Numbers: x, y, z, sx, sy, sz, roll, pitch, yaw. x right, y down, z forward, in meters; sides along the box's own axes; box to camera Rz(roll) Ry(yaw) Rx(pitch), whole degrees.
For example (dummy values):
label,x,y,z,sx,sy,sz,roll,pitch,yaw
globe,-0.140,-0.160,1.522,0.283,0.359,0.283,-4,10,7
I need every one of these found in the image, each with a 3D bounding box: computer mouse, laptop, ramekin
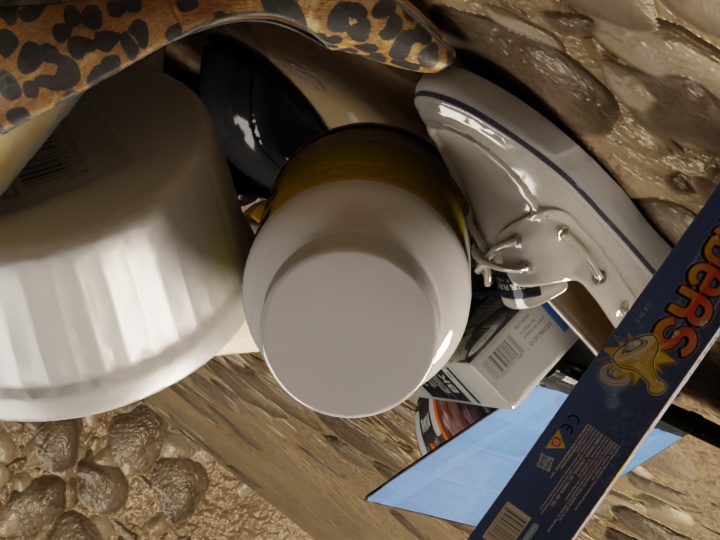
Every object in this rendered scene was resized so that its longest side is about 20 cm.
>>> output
label,x,y,z,sx,sy,sz,roll,pitch,yaw
computer mouse,-0.023,-0.049,1.220,0.140,0.046,0.200,29,166,37
laptop,0.146,0.125,1.108,0.200,0.116,0.187,26,-178,34
ramekin,-0.155,-0.024,1.056,0.200,0.200,0.098,27,140,37

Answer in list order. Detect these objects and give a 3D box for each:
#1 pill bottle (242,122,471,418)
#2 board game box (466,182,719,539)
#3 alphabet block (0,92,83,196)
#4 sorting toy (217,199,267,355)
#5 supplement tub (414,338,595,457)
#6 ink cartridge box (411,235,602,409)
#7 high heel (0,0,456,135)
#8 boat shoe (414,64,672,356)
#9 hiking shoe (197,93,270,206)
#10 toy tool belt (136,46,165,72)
label,x,y,z,sx,sy,sz,roll,pitch,yaw
pill bottle,0.000,0.000,1.017,0.111,0.111,0.200,39,-166,-9
board game box,0.111,0.050,0.851,0.034,0.200,0.135,35,168,9
alphabet block,-0.231,-0.178,0.981,0.196,0.195,0.200,25,162,38
sorting toy,-0.153,-0.015,1.277,0.200,0.107,0.180,-5,-159,-41
supplement tub,0.091,0.080,1.243,0.107,0.107,0.200,36,168,5
ink cartridge box,0.064,0.025,1.126,0.039,0.099,0.200,46,165,-12
high heel,-0.070,-0.091,0.929,0.200,0.143,0.071,25,176,0
boat shoe,0.087,-0.015,0.984,0.200,0.070,0.071,43,166,-30
hiking shoe,-0.131,-0.103,1.297,0.200,0.076,0.101,34,163,-36
toy tool belt,-0.204,-0.086,1.195,0.125,0.200,0.123,-117,18,-54
